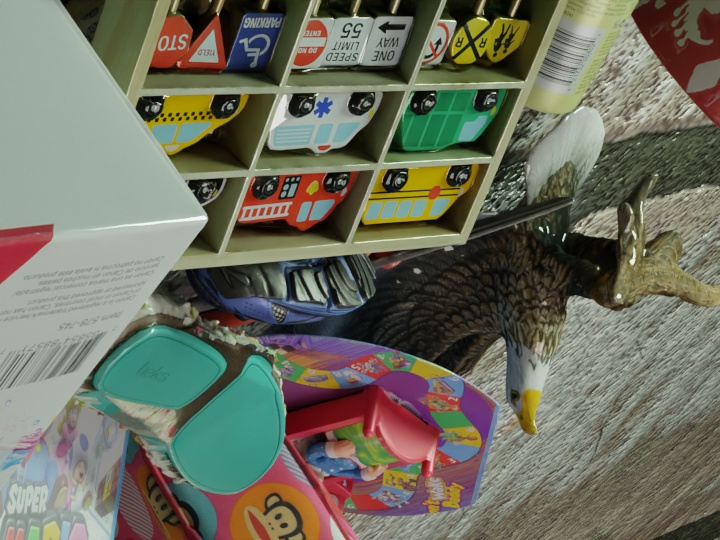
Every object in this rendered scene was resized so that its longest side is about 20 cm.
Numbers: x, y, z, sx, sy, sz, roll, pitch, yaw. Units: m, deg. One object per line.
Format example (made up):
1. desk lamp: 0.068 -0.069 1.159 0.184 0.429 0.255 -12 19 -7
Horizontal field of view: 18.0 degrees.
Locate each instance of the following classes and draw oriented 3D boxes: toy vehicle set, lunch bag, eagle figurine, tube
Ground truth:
1. toy vehicle set: -0.017 -0.063 0.834 0.199 0.027 0.125 -6 127 -42
2. lunch bag: -0.069 0.158 1.140 0.082 0.201 0.176 -22 158 -29
3. eagle figurine: 0.070 0.017 1.210 0.199 0.152 0.152 -10 132 36
4. tube: 0.117 -0.160 0.991 0.201 0.052 0.058 -61 180 36

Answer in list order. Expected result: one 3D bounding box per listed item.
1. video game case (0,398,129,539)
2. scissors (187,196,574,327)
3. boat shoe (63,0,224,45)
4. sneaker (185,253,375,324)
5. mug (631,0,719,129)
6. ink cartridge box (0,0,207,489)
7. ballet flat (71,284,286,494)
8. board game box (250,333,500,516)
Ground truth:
1. video game case: -0.135 0.116 0.929 0.018 0.202 0.143 3 167 17
2. scissors: 0.000 0.000 1.029 0.199 0.014 0.073 -10 -163 35
3. boat shoe: -0.078 -0.087 0.829 0.199 0.063 0.073 -36 141 -11
4. sneaker: -0.039 -0.006 0.962 0.078 0.076 0.200 -32 -179 11
5. mug: 0.236 -0.144 1.052 0.200 0.178 0.133 -40 129 21
6. ink cartridge box: -0.180 0.003 0.719 0.145 0.145 0.200 -9 145 -51
7. ballet flat: -0.082 0.037 0.951 0.076 0.064 0.200 -41 155 -4
8. board game box: -0.012 0.101 1.195 0.157 0.039 0.200 10 150 1
